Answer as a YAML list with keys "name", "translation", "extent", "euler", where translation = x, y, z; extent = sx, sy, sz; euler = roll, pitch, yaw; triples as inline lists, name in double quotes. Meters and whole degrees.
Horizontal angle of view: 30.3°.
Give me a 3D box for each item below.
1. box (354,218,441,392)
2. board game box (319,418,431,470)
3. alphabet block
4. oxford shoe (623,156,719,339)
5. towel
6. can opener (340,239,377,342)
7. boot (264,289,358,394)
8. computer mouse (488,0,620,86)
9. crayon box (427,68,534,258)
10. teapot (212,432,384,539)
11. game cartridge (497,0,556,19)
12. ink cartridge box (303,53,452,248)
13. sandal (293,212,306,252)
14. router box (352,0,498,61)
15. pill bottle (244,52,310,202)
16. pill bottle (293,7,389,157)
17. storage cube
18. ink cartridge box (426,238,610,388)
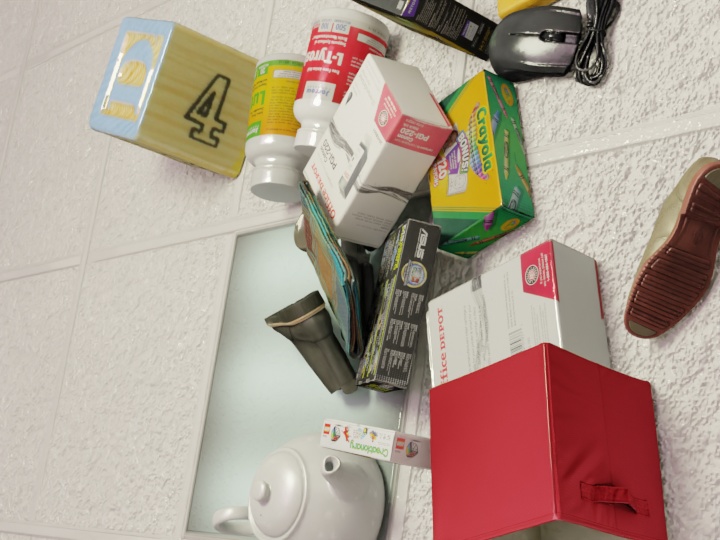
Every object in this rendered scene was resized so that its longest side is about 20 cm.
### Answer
- name: "box"
  translation: [0.045, 0.048, 1.649]
  extent: [0.160, 0.044, 0.202]
  euler: [142, 141, -78]
- name: "board game box"
  translation: [0.070, 0.203, 1.477]
  extent: [0.126, 0.199, 0.035]
  euler: [2, 78, 52]
- name: "alphabet block"
  translation: [-0.292, -0.281, 2.155]
  extent: [0.195, 0.199, 0.198]
  euler: [21, 92, 53]
- name: "oxford shoe"
  translation: [0.330, -0.024, 1.374]
  extent: [0.201, 0.070, 0.075]
  euler: [-62, 11, 14]
- name: "towel"
  translation: [-0.040, -0.002, 1.705]
  extent: [0.148, 0.021, 0.201]
  euler: [86, 163, -46]
- name: "can opener"
  translation: [0.000, 0.000, 1.778]
  extent: [0.066, 0.052, 0.202]
  euler: [-24, 57, 46]
- name: "boot"
  translation: [-0.064, 0.107, 1.803]
  extent: [0.139, 0.077, 0.200]
  euler: [62, 173, -1]
- name: "computer mouse"
  translation: [0.221, -0.287, 1.622]
  extent: [0.199, 0.052, 0.140]
  euler: [-1, 75, 52]
- name: "crayon box"
  translation: [0.143, -0.131, 1.647]
  extent: [0.118, 0.058, 0.202]
  euler: [-33, 51, 41]
- name: "teapot"
  translation: [-0.077, 0.291, 1.673]
  extent: [0.197, 0.145, 0.202]
  euler: [35, 103, 53]
- name: "game cartridge"
  translation: [0.251, -0.426, 1.663]
  extent: [0.199, 0.032, 0.178]
  euler: [-24, 57, 46]
- name: "ink cartridge box"
  translation: [0.018, -0.153, 1.715]
  extent: [0.201, 0.084, 0.146]
  euler: [-60, 35, 30]
- name: "sandal"
  translation: [-0.035, -0.099, 1.865]
  extent: [0.199, 0.054, 0.082]
  euler: [-34, 50, 39]
- name: "router box"
  translation: [0.069, -0.349, 1.757]
  extent: [0.200, 0.156, 0.053]
  euler: [36, 102, 53]
- name: "pill bottle"
  translation: [-0.112, -0.208, 1.964]
  extent: [0.111, 0.110, 0.202]
  euler: [-14, 64, 48]
- name: "pill bottle"
  translation: [-0.032, -0.260, 1.885]
  extent: [0.112, 0.112, 0.202]
  euler: [3, 77, 52]
- name: "storage cube"
  translation: [0.189, 0.199, 1.352]
  extent: [0.199, 0.170, 0.181]
  euler: [-29, 52, 43]
- name: "ink cartridge box"
  translation: [0.174, 0.076, 1.497]
  extent: [0.199, 0.083, 0.147]
  euler: [-30, 53, 42]
